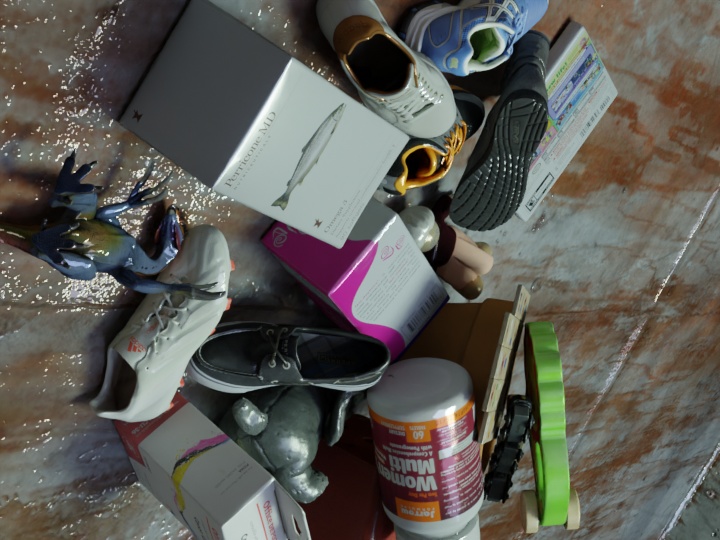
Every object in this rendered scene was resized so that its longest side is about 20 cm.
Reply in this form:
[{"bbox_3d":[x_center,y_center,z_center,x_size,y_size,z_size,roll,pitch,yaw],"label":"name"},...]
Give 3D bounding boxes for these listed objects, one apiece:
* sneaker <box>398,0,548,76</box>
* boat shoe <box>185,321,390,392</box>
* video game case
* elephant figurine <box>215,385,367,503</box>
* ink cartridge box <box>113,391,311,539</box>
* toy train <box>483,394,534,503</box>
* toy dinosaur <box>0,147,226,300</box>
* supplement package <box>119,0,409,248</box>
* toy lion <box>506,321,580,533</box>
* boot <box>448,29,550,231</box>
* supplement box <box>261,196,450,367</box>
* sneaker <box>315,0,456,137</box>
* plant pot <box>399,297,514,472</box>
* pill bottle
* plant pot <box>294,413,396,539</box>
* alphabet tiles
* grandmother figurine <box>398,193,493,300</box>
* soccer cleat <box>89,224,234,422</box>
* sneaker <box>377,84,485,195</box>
[{"bbox_3d":[0.124,-0.230,1.173,0.200,0.077,0.076,-31,141,-38],"label":"sneaker"},{"bbox_3d":[-0.065,0.081,1.141,0.199,0.070,0.066,9,159,-18],"label":"boat shoe"},{"bbox_3d":[0.221,-0.171,1.427,0.200,0.022,0.182,-54,150,0],"label":"video game case"},{"bbox_3d":[-0.055,0.132,1.259,0.200,0.142,0.155,-48,-165,-30],"label":"elephant figurine"},{"bbox_3d":[-0.134,0.208,1.123,0.067,0.200,0.117,-40,147,-24],"label":"ink cartridge box"},{"bbox_3d":[0.162,0.200,1.343,0.200,0.034,0.046,97,3,-51],"label":"toy train"},{"bbox_3d":[-0.204,-0.032,0.942,0.182,0.199,0.106,85,6,-77],"label":"toy dinosaur"},{"bbox_3d":[-0.071,-0.113,0.971,0.117,0.117,0.200,-57,150,6],"label":"supplement package"},{"bbox_3d":[0.205,0.166,1.342,0.068,0.201,0.192,-4,145,1],"label":"toy lion"},{"bbox_3d":[0.156,-0.145,1.284,0.132,0.069,0.200,-78,-168,-45],"label":"boot"},{"bbox_3d":[0.000,0.000,1.204,0.101,0.103,0.200,-49,151,-7],"label":"supplement box"},{"bbox_3d":[0.030,-0.160,1.064,0.073,0.085,0.200,-35,140,15],"label":"sneaker"},{"bbox_3d":[0.095,0.120,1.380,0.200,0.139,0.201,12,90,-77],"label":"plant pot"},{"bbox_3d":[0.071,0.201,1.251,0.109,0.109,0.201,-28,121,-37],"label":"pill bottle"},{"bbox_3d":[-0.010,0.276,1.395,0.200,0.199,0.177,2,108,-55],"label":"plant pot"},{"bbox_3d":[0.152,0.098,1.272,0.200,0.008,0.168,26,77,-78],"label":"alphabet tiles"},{"bbox_3d":[0.091,-0.029,1.348,0.200,0.060,0.122,24,71,-62],"label":"grandmother figurine"},{"bbox_3d":[-0.172,0.051,1.048,0.077,0.069,0.201,-2,125,-51],"label":"soccer cleat"},{"bbox_3d":[0.064,-0.122,1.197,0.200,0.077,0.079,-31,141,-38],"label":"sneaker"}]
